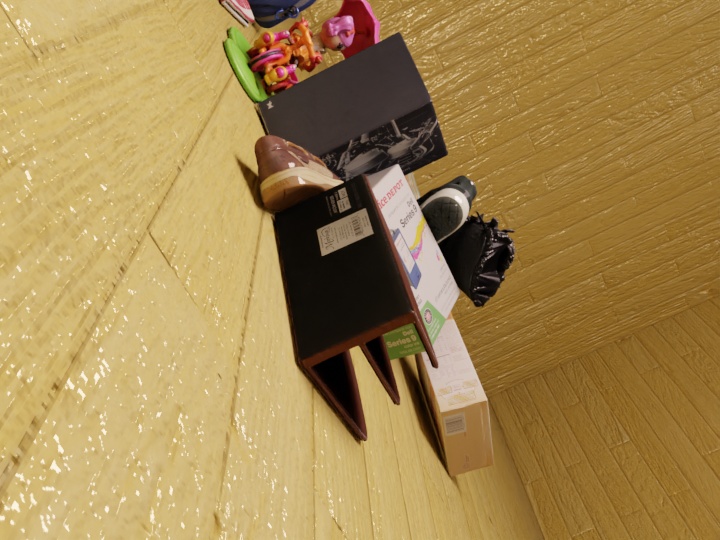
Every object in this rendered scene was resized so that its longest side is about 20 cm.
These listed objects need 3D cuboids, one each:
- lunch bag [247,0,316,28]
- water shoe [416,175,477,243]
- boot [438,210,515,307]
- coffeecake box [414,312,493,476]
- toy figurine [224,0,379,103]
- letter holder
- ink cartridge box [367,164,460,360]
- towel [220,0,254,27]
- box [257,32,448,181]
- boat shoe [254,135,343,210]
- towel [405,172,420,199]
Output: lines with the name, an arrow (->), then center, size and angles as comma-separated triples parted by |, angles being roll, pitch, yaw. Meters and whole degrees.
lunch bag -> -0.152, -0.506, 1.173 | 0.201, 0.135, 0.132 | 66, 8, 6
water shoe -> 0.086, -0.062, 0.988 | 0.072, 0.199, 0.079 | 52, 48, -10
boot -> 0.128, 0.002, 1.009 | 0.073, 0.200, 0.162 | 11, 17, -36
coffeecake box -> 0.139, 0.185, 1.105 | 0.201, 0.072, 0.154 | -106, -178, -52
toy figurine -> -0.063, -0.292, 0.926 | 0.151, 0.183, 0.200 | 64, 8, -3
letter holder -> 0.003, 0.035, 0.663 | 0.201, 0.100, 0.143 | -106, 171, -49
ink cartridge box -> 0.033, -0.010, 0.892 | 0.201, 0.087, 0.145 | 62, 33, -14
towel -> -0.217, -0.463, 1.029 | 0.144, 0.023, 0.201 | -39, 105, -82
box -> -0.003, -0.182, 0.929 | 0.105, 0.199, 0.182 | 67, 8, 16
boat shoe -> -0.065, -0.101, 0.745 | 0.072, 0.072, 0.200 | 65, 12, 4
towel -> 0.045, -0.160, 1.101 | 0.146, 0.022, 0.202 | 2, 68, -58
